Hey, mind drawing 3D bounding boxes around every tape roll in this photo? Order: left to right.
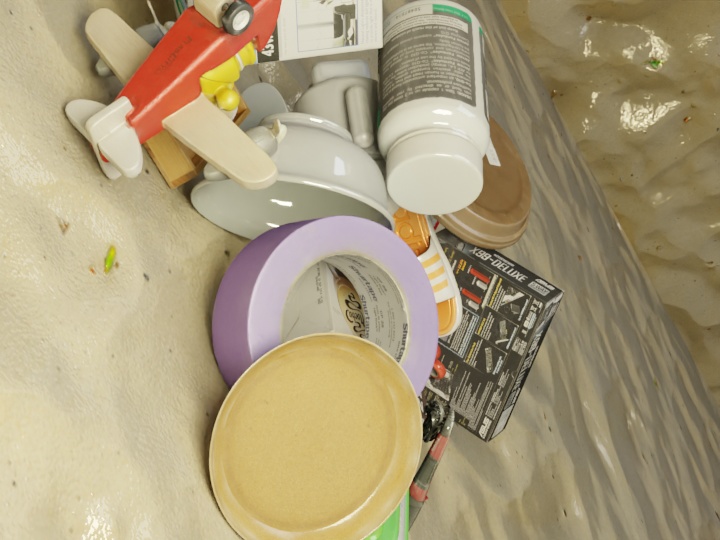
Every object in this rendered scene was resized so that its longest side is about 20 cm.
[{"bbox_3d":[-0.032,0.053,1.136,0.198,0.085,0.203,2,86,-30],"label":"tape roll"}]

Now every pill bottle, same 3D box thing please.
[{"bbox_3d":[0.072,-0.164,1.232,0.113,0.112,0.202,43,38,-45],"label":"pill bottle"}]

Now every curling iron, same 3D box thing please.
[{"bbox_3d":[0.057,0.214,1.226,0.025,0.202,0.050,11,26,-10],"label":"curling iron"}]

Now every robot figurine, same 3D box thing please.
[{"bbox_3d":[-0.011,-0.130,1.334,0.170,0.112,0.202,102,-20,-67],"label":"robot figurine"}]

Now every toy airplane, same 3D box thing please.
[{"bbox_3d":[-0.158,-0.155,1.088,0.141,0.197,0.202,40,46,-66],"label":"toy airplane"}]

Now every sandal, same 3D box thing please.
[{"bbox_3d":[0.048,-0.021,1.368,0.059,0.079,0.209,-18,90,-59],"label":"sandal"}]

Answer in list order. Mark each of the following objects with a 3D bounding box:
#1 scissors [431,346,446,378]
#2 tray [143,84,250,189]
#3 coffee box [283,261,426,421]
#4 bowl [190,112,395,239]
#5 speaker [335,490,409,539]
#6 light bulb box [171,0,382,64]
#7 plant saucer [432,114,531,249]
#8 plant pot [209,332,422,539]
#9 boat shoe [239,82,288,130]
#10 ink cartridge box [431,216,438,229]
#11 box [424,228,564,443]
[{"bbox_3d":[0.023,0.055,1.424,0.199,0.014,0.073,37,-22,25],"label":"scissors"},{"bbox_3d":[-0.176,-0.166,1.250,0.099,0.037,0.200,59,21,-16],"label":"tray"},{"bbox_3d":[-0.013,0.090,1.300,0.200,0.079,0.114,47,24,-40],"label":"coffee box"},{"bbox_3d":[-0.060,-0.092,1.194,0.201,0.199,0.091,34,59,-54],"label":"bowl"},{"bbox_3d":[0.001,0.232,1.172,0.089,0.088,0.201,52,24,-30],"label":"speaker"},{"bbox_3d":[-0.095,-0.311,1.270,0.199,0.198,0.126,-114,-161,-54],"label":"light bulb box"},{"bbox_3d":[0.118,-0.117,1.342,0.199,0.029,0.202,26,46,-29],"label":"plant saucer"},{"bbox_3d":[-0.040,0.150,1.066,0.201,0.200,0.027,56,-13,-23],"label":"plant pot"},{"bbox_3d":[-0.091,-0.109,1.357,0.066,0.069,0.202,55,15,-66],"label":"boat shoe"},{"bbox_3d":[0.045,-0.048,1.508,0.067,0.117,0.200,30,9,9],"label":"ink cartridge box"},{"bbox_3d":[0.125,0.074,1.415,0.157,0.202,0.050,31,30,23],"label":"box"}]
